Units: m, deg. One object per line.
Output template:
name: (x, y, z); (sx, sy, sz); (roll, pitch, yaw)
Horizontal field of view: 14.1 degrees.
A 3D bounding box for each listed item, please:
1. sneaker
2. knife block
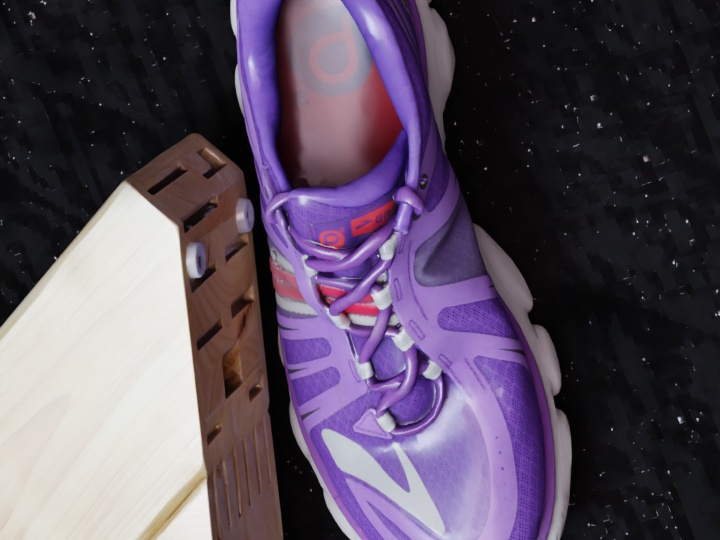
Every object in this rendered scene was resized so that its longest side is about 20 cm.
sneaker: (0.000, 0.000, 0.810); (0.080, 0.083, 0.200); (-17, 95, 11)
knife block: (-0.113, 0.067, 0.836); (0.175, 0.064, 0.201); (-1, 105, 15)
